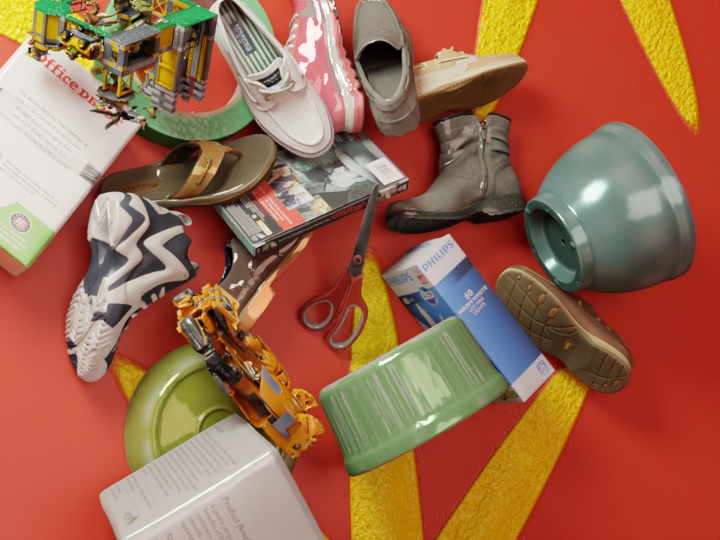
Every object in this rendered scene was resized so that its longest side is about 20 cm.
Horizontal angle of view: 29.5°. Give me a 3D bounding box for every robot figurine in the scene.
[{"bbox_3d":[-0.119,0.095,1.413,0.058,0.145,0.200,-36,108,4],"label":"robot figurine"}]

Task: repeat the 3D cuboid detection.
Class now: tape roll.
[{"bbox_3d":[-0.192,-0.236,1.504,0.199,0.048,0.202,3,82,-23],"label":"tape roll"}]

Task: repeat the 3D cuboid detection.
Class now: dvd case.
[{"bbox_3d":[-0.067,-0.101,1.505,0.199,0.022,0.146,-26,52,-23],"label":"dvd case"}]

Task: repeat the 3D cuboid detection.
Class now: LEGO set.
[{"bbox_3d":[-0.241,-0.211,1.385,0.153,0.116,0.200,23,32,13],"label":"LEGO set"}]

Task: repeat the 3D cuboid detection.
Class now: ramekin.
[{"bbox_3d":[0.052,0.132,1.479,0.199,0.200,0.098,-28,87,-23],"label":"ramekin"}]

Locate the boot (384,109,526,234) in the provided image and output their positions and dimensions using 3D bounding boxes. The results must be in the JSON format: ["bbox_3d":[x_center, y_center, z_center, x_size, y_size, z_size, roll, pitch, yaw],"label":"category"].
[{"bbox_3d":[0.101,-0.117,1.609,0.199,0.068,0.132,-9,82,-31],"label":"boot"}]

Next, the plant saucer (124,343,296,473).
[{"bbox_3d":[-0.154,0.175,1.473,0.199,0.031,0.202,3,82,-22],"label":"plant saucer"}]

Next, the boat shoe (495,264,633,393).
[{"bbox_3d":[0.245,0.063,1.642,0.200,0.072,0.068,40,37,-5],"label":"boat shoe"}]

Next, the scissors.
[{"bbox_3d":[0.000,0.000,1.509,0.073,0.014,0.201,28,112,-6],"label":"scissors"}]

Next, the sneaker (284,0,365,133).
[{"bbox_3d":[-0.060,-0.243,1.536,0.086,0.074,0.201,-16,76,-13],"label":"sneaker"}]

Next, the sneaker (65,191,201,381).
[{"bbox_3d":[-0.228,0.021,1.435,0.129,0.079,0.201,6,95,-39],"label":"sneaker"}]

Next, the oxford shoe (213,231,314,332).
[{"bbox_3d":[-0.105,-0.027,1.501,0.073,0.071,0.201,34,71,-9],"label":"oxford shoe"}]

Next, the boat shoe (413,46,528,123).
[{"bbox_3d":[0.105,-0.229,1.614,0.199,0.074,0.069,-18,63,-25],"label":"boat shoe"}]

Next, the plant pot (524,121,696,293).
[{"bbox_3d":[0.277,-0.055,1.600,0.134,0.200,0.201,-26,93,-17],"label":"plant pot"}]

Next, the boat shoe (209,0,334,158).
[{"bbox_3d":[-0.101,-0.205,1.468,0.073,0.067,0.200,-40,93,-2],"label":"boat shoe"}]

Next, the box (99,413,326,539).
[{"bbox_3d":[-0.131,0.279,1.353,0.171,0.200,0.200,-30,103,-12],"label":"box"}]

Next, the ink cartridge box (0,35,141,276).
[{"bbox_3d":[-0.343,-0.119,1.404,0.145,0.084,0.200,40,69,-13],"label":"ink cartridge box"}]

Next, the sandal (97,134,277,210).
[{"bbox_3d":[-0.184,-0.108,1.456,0.199,0.054,0.081,-14,49,-9],"label":"sandal"}]

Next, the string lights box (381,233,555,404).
[{"bbox_3d":[0.122,0.058,1.565,0.059,0.103,0.200,-42,99,-21],"label":"string lights box"}]

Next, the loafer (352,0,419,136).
[{"bbox_3d":[0.027,-0.242,1.546,0.070,0.070,0.201,-18,54,6],"label":"loafer"}]
